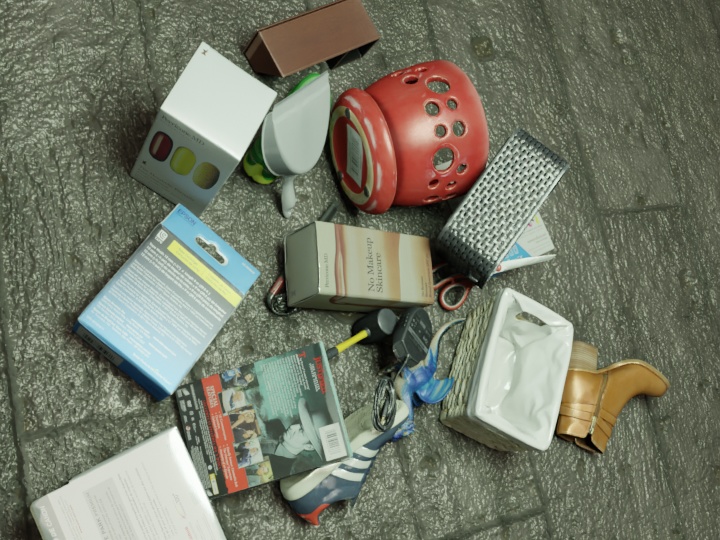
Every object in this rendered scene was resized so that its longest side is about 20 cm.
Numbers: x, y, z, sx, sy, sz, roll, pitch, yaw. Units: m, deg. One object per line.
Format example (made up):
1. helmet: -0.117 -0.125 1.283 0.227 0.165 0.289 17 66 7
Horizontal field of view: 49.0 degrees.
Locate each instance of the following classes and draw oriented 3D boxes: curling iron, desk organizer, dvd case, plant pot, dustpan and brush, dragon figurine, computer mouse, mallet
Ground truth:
1. curling iron: -0.076 -0.019 1.121 0.049 0.025 0.202 39 58 -25
2. desk organizer: -0.071 -0.342 1.197 0.198 0.071 0.078 -31 92 -31
3. dvd case: -0.121 0.186 0.974 0.196 0.022 0.149 -18 81 7
4. plant pot: 0.059 -0.189 1.147 0.179 0.200 0.204 -16 82 -21
5. dustpan and brush: -0.091 -0.155 1.070 0.140 0.056 0.203 -46 142 -45
6. dragon figurine: 0.092 0.158 1.131 0.199 0.059 0.100 -37 93 -30
7. computer mouse: 0.049 0.128 1.056 0.059 0.034 0.202 53 44 -27
8. mallet: -0.023 0.102 1.055 0.199 0.065 0.042 -26 89 -51

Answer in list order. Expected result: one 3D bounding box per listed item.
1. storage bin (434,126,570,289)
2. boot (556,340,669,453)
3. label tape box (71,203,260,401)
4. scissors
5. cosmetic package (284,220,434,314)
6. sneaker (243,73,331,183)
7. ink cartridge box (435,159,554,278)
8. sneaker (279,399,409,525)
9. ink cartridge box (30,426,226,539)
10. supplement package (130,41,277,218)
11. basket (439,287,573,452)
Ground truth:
1. storage bin: 0.200 -0.087 1.139 0.093 0.135 0.201 37 85 9
2. boot: 0.398 0.216 1.264 0.196 0.074 0.158 18 66 -8
3. label tape box: -0.241 0.038 0.998 0.143 0.066 0.201 40 58 -11
4. scissors: 0.195 -0.008 1.201 0.197 0.014 0.074 -27 85 4
5. cosmetic package: 0.000 0.000 1.099 0.197 0.087 0.106 5 74 -35
6. sneaker: -0.092 -0.209 1.137 0.074 0.083 0.202 36 62 -12
7. ink cartridge box: 0.213 -0.101 1.267 0.114 0.068 0.203 -22 85 -29
8. sneaker: -0.009 0.253 1.040 0.198 0.075 0.085 -34 108 -14
9. ink cartridge box: -0.251 0.309 0.894 0.173 0.084 0.203 -23 85 -24
10. supplement package: -0.203 -0.170 1.001 0.113 0.200 0.111 31 63 -14
11. basket: 0.210 0.152 1.156 0.134 0.123 0.203 27 63 -16
